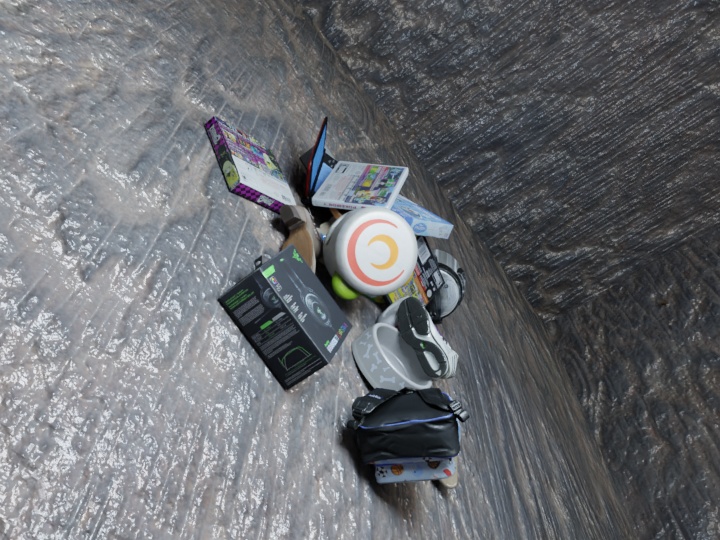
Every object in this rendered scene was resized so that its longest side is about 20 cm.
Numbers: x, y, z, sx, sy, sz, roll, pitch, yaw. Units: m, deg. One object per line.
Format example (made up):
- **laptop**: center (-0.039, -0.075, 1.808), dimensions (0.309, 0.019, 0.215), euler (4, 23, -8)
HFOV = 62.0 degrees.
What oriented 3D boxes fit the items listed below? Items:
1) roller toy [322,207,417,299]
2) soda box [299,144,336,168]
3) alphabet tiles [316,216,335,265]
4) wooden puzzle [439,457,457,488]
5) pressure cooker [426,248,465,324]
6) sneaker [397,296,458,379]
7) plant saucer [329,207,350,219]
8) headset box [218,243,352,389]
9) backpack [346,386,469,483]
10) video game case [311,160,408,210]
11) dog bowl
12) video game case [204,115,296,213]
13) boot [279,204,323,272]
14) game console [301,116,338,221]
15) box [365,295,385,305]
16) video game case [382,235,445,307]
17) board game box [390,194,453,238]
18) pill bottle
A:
- **roller toy**: center (0.019, -0.041, 1.279), dimensions (0.140, 0.199, 0.184), euler (-173, -105, -71)
- **soda box**: center (-0.079, -0.249, 1.651), dimensions (0.201, 0.068, 0.063), euler (56, 21, 1)
- **alphabet tiles**: center (-0.018, -0.049, 1.410), dimensions (0.195, 0.015, 0.200), euler (38, 40, 12)
- **wooden puzzle**: center (0.129, 0.341, 1.271), dimensions (0.200, 0.037, 0.185), euler (47, 20, -11)
- **pressure cooker**: center (0.206, 0.047, 1.715), dimensions (0.176, 0.179, 0.200), euler (40, 21, -6)
- **sneaker**: center (0.153, 0.158, 1.346), dimensions (0.115, 0.075, 0.201), euler (32, 31, -56)
- **plant saucer**: center (0.011, -0.118, 1.455), dimensions (0.200, 0.032, 0.201), euler (27, 25, -14)
- **headset box**: center (-0.122, 0.065, 1.010), dimensions (0.200, 0.093, 0.174), euler (54, 19, -5)
- **backpack**: center (0.091, 0.280, 1.054), dimensions (0.191, 0.199, 0.155), euler (-47, 134, -78)
- **video game case**: center (0.003, -0.199, 1.414), dimensions (0.200, 0.181, 0.023), euler (-63, 156, -50)
- **dog bowl**: center (0.073, 0.196, 1.277), dimensions (0.200, 0.059, 0.200), euler (40, 21, -18)
- **video game case**: center (-0.231, -0.219, 1.288), dimensions (0.200, 0.036, 0.182), euler (21, 40, -59)
- **boot**: center (-0.113, -0.051, 1.271), dimensions (0.146, 0.070, 0.201), euler (39, 35, -68)
- **game console**: center (-0.071, -0.249, 1.506), dimensions (0.172, 0.119, 0.201), euler (34, 46, -23)
- **box**: center (0.000, 0.000, 1.481), dimensions (0.200, 0.048, 0.118), euler (37, 28, -48)
- **video game case**: center (0.127, 0.025, 1.517), dimensions (0.025, 0.181, 0.200), euler (20, -31, 43)
- **board game box**: center (0.093, -0.143, 1.463), dimensions (0.198, 0.044, 0.200), euler (4, 25, -48)
- **pill bottle**: center (0.137, 0.168, 1.438), dimensions (0.200, 0.112, 0.113), euler (52, 20, -11)
